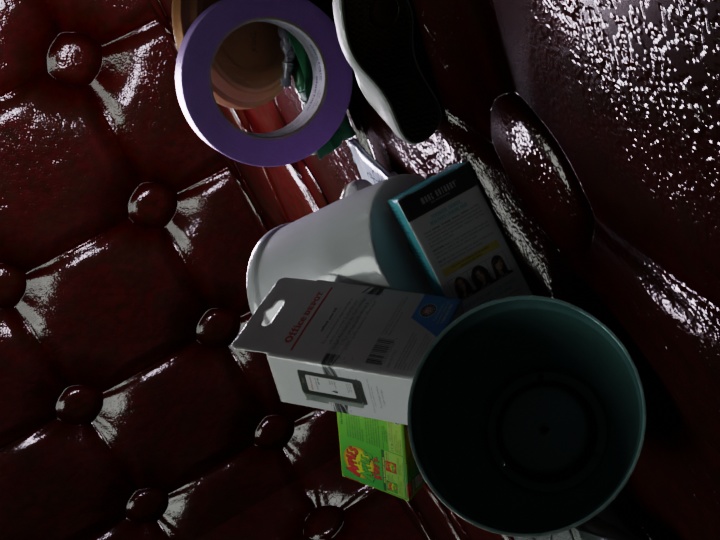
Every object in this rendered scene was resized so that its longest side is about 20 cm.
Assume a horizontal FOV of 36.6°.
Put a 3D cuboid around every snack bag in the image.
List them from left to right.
[{"bbox_3d":[0.059,-0.057,1.380,0.200,0.021,0.189,48,165,46],"label":"snack bag"}]

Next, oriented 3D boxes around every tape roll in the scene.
[{"bbox_3d":[-0.113,-0.223,1.267,0.201,0.200,0.066,64,171,-18],"label":"tape roll"}]

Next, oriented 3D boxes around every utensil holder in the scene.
[{"bbox_3d":[0.000,0.000,1.187,0.200,0.170,0.170,-24,96,44],"label":"utensil holder"}]

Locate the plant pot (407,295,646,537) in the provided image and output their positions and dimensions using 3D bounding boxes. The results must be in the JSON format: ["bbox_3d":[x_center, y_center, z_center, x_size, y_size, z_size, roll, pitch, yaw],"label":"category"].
[{"bbox_3d":[0.155,0.135,0.963,0.201,0.200,0.134,57,-173,23],"label":"plant pot"}]

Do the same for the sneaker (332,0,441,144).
[{"bbox_3d":[0.010,-0.211,1.023,0.085,0.073,0.200,48,165,47],"label":"sneaker"}]

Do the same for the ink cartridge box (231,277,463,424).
[{"bbox_3d":[-0.009,0.075,1.055,0.199,0.116,0.068,8,131,25],"label":"ink cartridge box"}]

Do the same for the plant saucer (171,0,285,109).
[{"bbox_3d":[-0.146,-0.300,1.340,0.032,0.200,0.201,0,126,40],"label":"plant saucer"}]

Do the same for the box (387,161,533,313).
[{"bbox_3d":[0.110,0.000,1.086,0.200,0.082,0.049,63,171,-8],"label":"box"}]

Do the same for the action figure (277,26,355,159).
[{"bbox_3d":[-0.068,-0.248,1.360,0.118,0.055,0.201,-54,-50,-62],"label":"action figure"}]

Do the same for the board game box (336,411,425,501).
[{"bbox_3d":[0.024,0.175,1.330,0.101,0.048,0.201,15,124,32],"label":"board game box"}]

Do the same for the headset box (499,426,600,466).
[{"bbox_3d":[0.152,0.161,1.145,0.148,0.075,0.200,20,-160,-36],"label":"headset box"}]

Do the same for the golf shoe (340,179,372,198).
[{"bbox_3d":[0.050,-0.030,1.298,0.200,0.072,0.092,59,141,7],"label":"golf shoe"}]

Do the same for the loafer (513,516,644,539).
[{"bbox_3d":[0.241,0.287,1.117,0.200,0.063,0.072,14,98,53],"label":"loafer"}]

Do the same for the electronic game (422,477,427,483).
[{"bbox_3d":[0.170,0.261,1.309,0.200,0.199,0.042,-153,75,-74],"label":"electronic game"}]

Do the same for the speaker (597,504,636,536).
[{"bbox_3d":[0.282,0.332,1.154,0.200,0.081,0.081,55,169,37],"label":"speaker"}]
